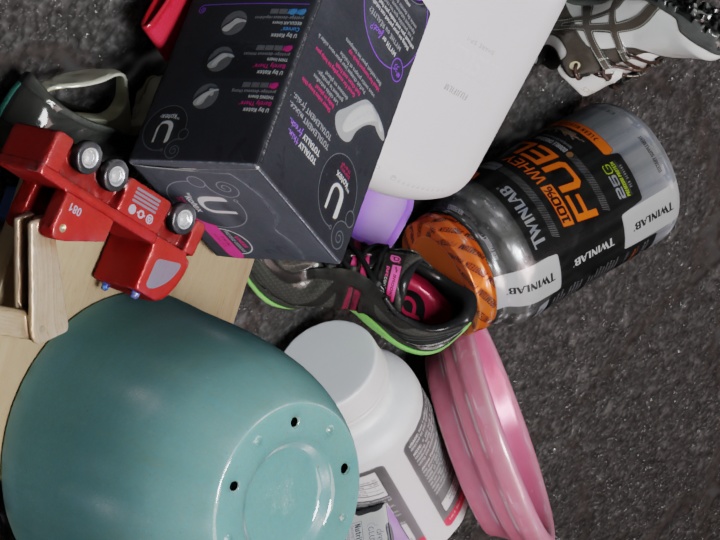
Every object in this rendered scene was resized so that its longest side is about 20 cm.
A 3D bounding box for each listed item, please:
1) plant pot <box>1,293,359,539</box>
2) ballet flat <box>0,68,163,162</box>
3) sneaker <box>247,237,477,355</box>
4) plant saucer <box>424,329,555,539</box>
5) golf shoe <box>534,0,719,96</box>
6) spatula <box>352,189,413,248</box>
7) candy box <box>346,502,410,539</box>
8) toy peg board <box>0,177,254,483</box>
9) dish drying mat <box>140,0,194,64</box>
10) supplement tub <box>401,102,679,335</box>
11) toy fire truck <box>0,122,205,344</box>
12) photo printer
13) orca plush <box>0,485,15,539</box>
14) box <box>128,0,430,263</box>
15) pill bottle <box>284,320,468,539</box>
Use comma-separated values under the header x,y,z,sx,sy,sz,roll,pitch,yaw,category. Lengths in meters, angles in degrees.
x,y,z,sx,sy,sz,roll,pitch,yaw,category
-0.098,0.126,1.435,0.200,0.160,0.202,-13,109,-43,plant pot
-0.150,-0.094,1.501,0.199,0.068,0.069,5,107,-45,ballet flat
0.000,0.000,1.661,0.199,0.084,0.077,18,66,-27,sneaker
0.099,0.130,1.817,0.050,0.201,0.201,-19,138,8,plant saucer
0.198,-0.165,1.668,0.077,0.200,0.095,13,99,-35,golf shoe
-0.035,-0.062,1.665,0.199,0.021,0.057,19,106,-48,spatula
-0.038,0.279,1.795,0.199,0.072,0.168,-18,138,11,candy box
-0.195,0.042,1.501,0.199,0.097,0.201,24,82,-46,toy peg board
-0.084,-0.131,1.550,0.077,0.018,0.200,-65,145,-25,dish drying mat
0.138,-0.037,1.767,0.199,0.122,0.123,-30,135,-25,supplement tub
-0.191,-0.010,1.386,0.200,0.049,0.142,34,75,-46,toy fire truck
0.049,-0.149,1.634,0.166,0.069,0.201,22,98,-52,photo printer
-0.194,0.222,1.654,0.105,0.071,0.201,-22,138,4,orca plush
-0.049,-0.121,1.484,0.122,0.105,0.201,49,52,-48,box
0.007,0.129,1.772,0.111,0.111,0.200,-42,139,-12,pill bottle
